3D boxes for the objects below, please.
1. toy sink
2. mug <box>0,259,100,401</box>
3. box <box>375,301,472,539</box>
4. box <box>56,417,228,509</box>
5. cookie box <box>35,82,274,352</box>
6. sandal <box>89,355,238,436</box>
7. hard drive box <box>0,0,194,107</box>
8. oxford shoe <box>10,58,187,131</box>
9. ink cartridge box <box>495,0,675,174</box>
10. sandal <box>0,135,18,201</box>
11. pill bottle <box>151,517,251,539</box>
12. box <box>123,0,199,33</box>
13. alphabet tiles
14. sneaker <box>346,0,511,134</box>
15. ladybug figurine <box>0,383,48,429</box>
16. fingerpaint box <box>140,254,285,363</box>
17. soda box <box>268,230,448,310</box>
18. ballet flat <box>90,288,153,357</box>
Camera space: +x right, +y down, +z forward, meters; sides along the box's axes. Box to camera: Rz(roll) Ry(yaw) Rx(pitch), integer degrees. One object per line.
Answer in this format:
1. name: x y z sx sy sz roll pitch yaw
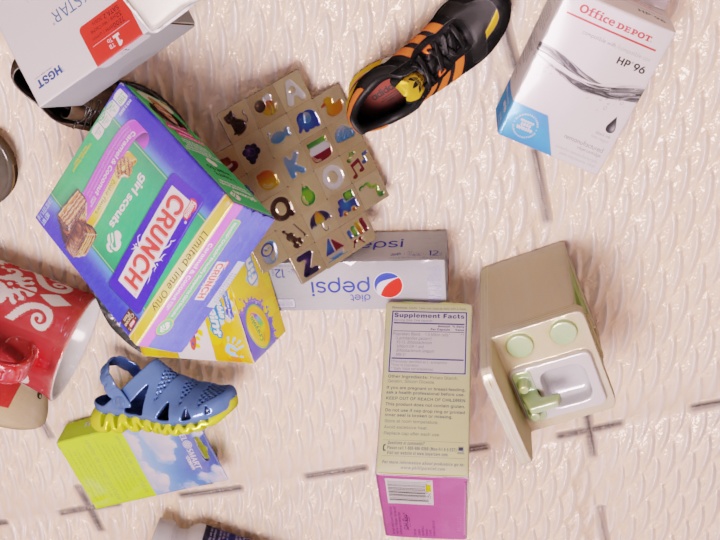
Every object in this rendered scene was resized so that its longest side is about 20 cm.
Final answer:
1. toy sink: 0.200 0.084 1.115 0.111 0.201 0.132 -18 116 17
2. mug: -0.419 0.047 1.196 0.198 0.178 0.135 24 81 -3
3. box: 0.073 0.166 1.147 0.095 0.203 0.177 2 147 6
4. box: -0.277 0.234 1.351 0.197 0.048 0.123 -15 118 14
5. cookie box: -0.204 -0.052 1.019 0.200 0.075 0.172 44 105 28
6. sandal: -0.241 0.147 1.247 0.197 0.079 0.089 -3 102 16
7. hard drive box: -0.274 -0.281 0.987 0.155 0.077 0.202 -28 90 21
8. oxford shoe: -0.275 -0.165 1.094 0.198 0.085 0.073 24 119 -10
9. ink cartridge box: 0.223 -0.210 1.014 0.114 0.068 0.202 20 121 -6
10. sandal: -0.468 -0.088 1.179 0.198 0.055 0.082 -22 116 19
11. pill bottle: -0.193 0.410 1.406 0.197 0.116 0.117 21 121 -6
12. box: -0.148 -0.317 0.919 0.127 0.201 0.109 -30 114 22
13. alphabet tiles: -0.063 -0.096 1.091 0.165 0.006 0.202 -32 110 -16
14. sneaker: 0.067 -0.199 1.027 0.199 0.090 0.070 -34 112 24
15. ladybug figurine: -0.470 0.128 1.273 0.198 0.136 0.073 25 92 -14
16. fingerpaint box: -0.189 -0.006 1.147 0.165 0.073 0.203 0 118 32
17. soda box: 0.000 0.000 1.166 0.196 0.069 0.064 -2 120 7
18. ballet flat: -0.274 0.020 1.211 0.056 0.067 0.202 -16 117 28
